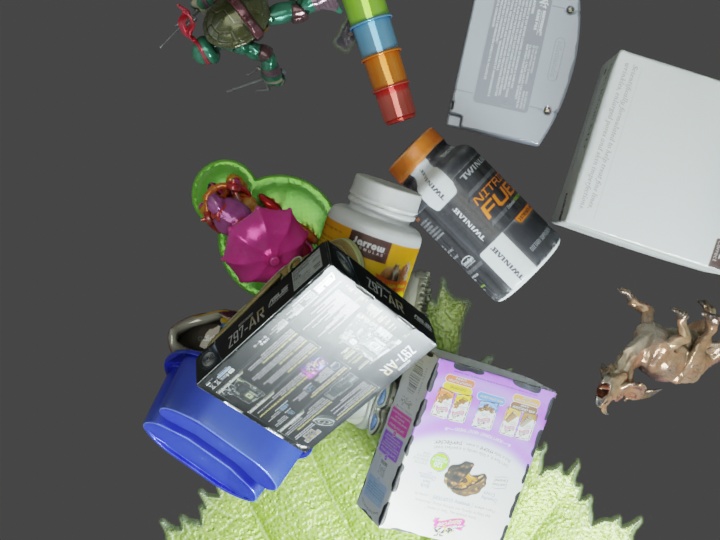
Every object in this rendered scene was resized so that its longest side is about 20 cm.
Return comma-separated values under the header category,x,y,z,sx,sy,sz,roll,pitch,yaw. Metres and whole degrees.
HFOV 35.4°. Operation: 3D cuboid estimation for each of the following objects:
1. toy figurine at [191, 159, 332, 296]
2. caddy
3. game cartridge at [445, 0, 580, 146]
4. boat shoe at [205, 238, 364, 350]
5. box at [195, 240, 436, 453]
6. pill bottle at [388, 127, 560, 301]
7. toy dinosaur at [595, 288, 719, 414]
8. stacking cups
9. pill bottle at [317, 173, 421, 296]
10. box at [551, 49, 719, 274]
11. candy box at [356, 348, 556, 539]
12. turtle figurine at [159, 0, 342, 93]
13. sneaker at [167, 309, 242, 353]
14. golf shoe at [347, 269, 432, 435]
category,x,y,z,sx,sy,sz,roll,pitch,yaw
toy figurine,-0.120,-0.052,1.262,0.200,0.184,0.150,40,93,1
caddy,-0.148,0.170,1.287,0.199,0.141,0.105,37,57,-10
game cartridge,0.184,-0.253,1.316,0.132,0.040,0.202,13,93,5
boat shoe,-0.080,0.038,1.188,0.200,0.063,0.074,-36,73,23
box,-0.046,0.084,1.163,0.160,0.044,0.200,36,113,-30
pill bottle,0.124,-0.069,1.289,0.200,0.106,0.106,45,93,0
toy dinosaur,0.354,0.103,1.303,0.198,0.086,0.137,7,103,-14
stacking cups,0.015,-0.269,1.309,0.060,0.061,0.202,-16,92,3
pill bottle,0.000,0.000,1.244,0.108,0.109,0.202,19,98,2
box,0.342,-0.118,1.266,0.198,0.131,0.201,18,92,1
candy box,0.109,0.203,1.286,0.167,0.071,0.202,18,93,-26
turtle figurine,-0.129,-0.282,1.298,0.199,0.101,0.150,-35,90,-1
sneaker,-0.123,0.079,1.308,0.198,0.090,0.076,-8,82,4
golf shoe,0.019,0.086,1.318,0.096,0.078,0.202,21,90,10
